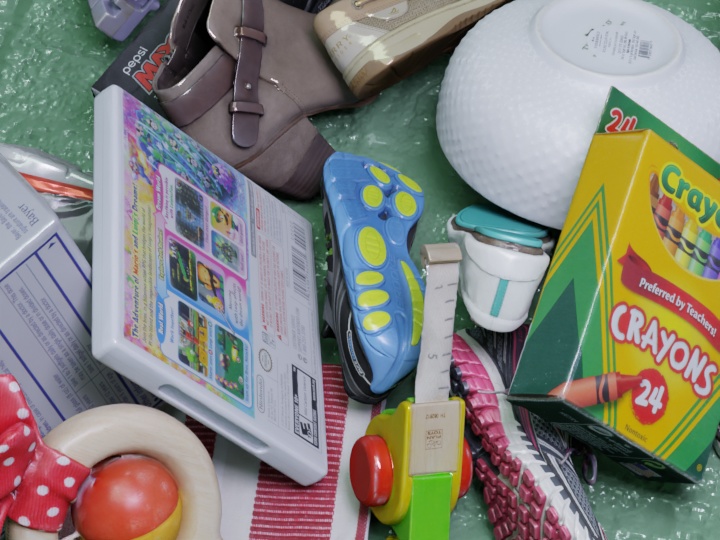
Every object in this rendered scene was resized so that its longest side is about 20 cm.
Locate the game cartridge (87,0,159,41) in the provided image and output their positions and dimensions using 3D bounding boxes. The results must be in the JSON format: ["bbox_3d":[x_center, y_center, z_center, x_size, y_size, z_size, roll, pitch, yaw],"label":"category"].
[{"bbox_3d":[-0.120,-0.264,1.631,0.200,0.038,0.130,-46,34,21],"label":"game cartridge"}]

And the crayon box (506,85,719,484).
[{"bbox_3d":[0.170,0.007,1.399,0.051,0.127,0.201,-2,64,50],"label":"crayon box"}]

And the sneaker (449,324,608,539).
[{"bbox_3d":[0.108,0.110,1.419,0.074,0.081,0.201,-14,59,-21],"label":"sneaker"}]

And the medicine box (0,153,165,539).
[{"bbox_3d":[-0.240,0.059,1.412,0.200,0.183,0.103,-39,50,-10],"label":"medicine box"}]

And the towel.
[{"bbox_3d":[-0.088,0.116,1.473,0.198,0.023,0.145,3,56,7],"label":"towel"}]

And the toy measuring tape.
[{"bbox_3d":[0.031,0.078,1.411,0.073,0.074,0.202,5,102,10],"label":"toy measuring tape"}]

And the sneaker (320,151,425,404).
[{"bbox_3d":[0.000,0.000,1.501,0.070,0.083,0.200,15,40,-20],"label":"sneaker"}]

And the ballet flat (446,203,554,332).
[{"bbox_3d":[0.081,0.000,1.455,0.069,0.200,0.070,0,97,3],"label":"ballet flat"}]

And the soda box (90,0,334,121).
[{"bbox_3d":[-0.091,-0.160,1.620,0.070,0.063,0.200,28,66,22],"label":"soda box"}]

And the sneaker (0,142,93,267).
[{"bbox_3d":[-0.162,-0.015,1.548,0.199,0.077,0.082,22,94,12],"label":"sneaker"}]

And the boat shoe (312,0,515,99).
[{"bbox_3d":[0.053,-0.179,1.576,0.199,0.071,0.065,-30,78,-41],"label":"boat shoe"}]

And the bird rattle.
[{"bbox_3d":[-0.159,0.141,1.371,0.162,0.201,0.112,-27,16,-24],"label":"bird rattle"}]

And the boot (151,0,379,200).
[{"bbox_3d":[-0.054,-0.148,1.556,0.070,0.146,0.201,-6,55,42],"label":"boot"}]

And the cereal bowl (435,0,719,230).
[{"bbox_3d":[0.148,-0.115,1.514,0.198,0.084,0.201,4,39,-3],"label":"cereal bowl"}]

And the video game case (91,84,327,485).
[{"bbox_3d":[-0.090,0.008,1.441,0.024,0.182,0.201,-31,44,28],"label":"video game case"}]

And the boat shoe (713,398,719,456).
[{"bbox_3d":[0.244,0.020,1.467,0.071,0.061,0.202,1,58,7],"label":"boat shoe"}]
